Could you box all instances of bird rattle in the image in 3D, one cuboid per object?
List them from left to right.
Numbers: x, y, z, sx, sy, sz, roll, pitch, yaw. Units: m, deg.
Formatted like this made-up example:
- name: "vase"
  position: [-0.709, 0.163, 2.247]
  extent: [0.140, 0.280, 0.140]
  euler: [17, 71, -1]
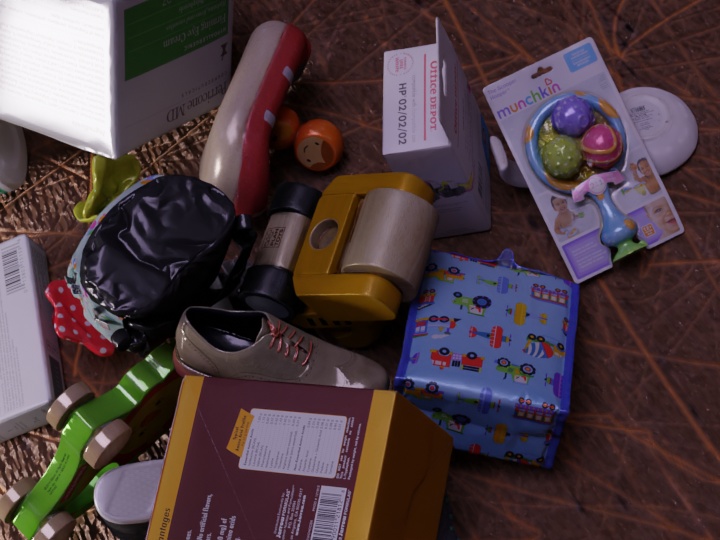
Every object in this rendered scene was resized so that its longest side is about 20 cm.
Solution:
- name: "bird rattle"
  position: [-0.223, -0.012, 1.744]
  extent: [0.161, 0.113, 0.202]
  euler: [4, 66, 2]

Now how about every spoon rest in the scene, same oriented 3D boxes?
- name: "spoon rest"
  position: [0.222, -0.120, 1.681]
  extent: [0.198, 0.061, 0.100]
  euler: [-13, 59, -4]

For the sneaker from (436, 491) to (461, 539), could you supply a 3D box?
- name: "sneaker"
  position: [0.061, 0.232, 1.543]
  extent: [0.087, 0.075, 0.201]
  euler: [15, 55, -11]

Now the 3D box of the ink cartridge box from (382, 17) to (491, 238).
- name: "ink cartridge box"
  position: [0.067, -0.130, 1.644]
  extent: [0.067, 0.200, 0.116]
  euler: [-8, 60, 15]

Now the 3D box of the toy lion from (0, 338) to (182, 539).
- name: "toy lion"
  position: [-0.223, 0.150, 1.622]
  extent: [0.069, 0.191, 0.201]
  euler: [42, 121, 13]

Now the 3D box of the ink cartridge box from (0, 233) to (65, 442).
- name: "ink cartridge box"
  position: [-0.389, 0.083, 1.777]
  extent: [0.172, 0.044, 0.201]
  euler: [-22, 58, 12]

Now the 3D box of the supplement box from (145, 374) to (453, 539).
- name: "supplement box"
  position: [-0.053, 0.205, 1.450]
  extent: [0.198, 0.133, 0.199]
  euler: [2, 70, 26]

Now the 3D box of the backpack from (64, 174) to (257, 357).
- name: "backpack"
  position: [-0.192, -0.003, 1.614]
  extent: [0.167, 0.200, 0.127]
  euler: [-39, 84, -18]

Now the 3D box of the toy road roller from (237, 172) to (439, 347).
- name: "toy road roller"
  position: [0.000, 0.000, 1.613]
  extent: [0.199, 0.146, 0.124]
  euler: [-3, 59, 41]

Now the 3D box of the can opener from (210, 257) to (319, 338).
- name: "can opener"
  position: [-0.081, 0.067, 1.687]
  extent: [0.067, 0.053, 0.200]
  euler: [-52, 54, 25]

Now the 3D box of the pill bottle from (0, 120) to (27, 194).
- name: "pill bottle"
  position: [-0.463, -0.117, 1.870]
  extent: [0.198, 0.113, 0.114]
  euler: [-13, 59, 12]

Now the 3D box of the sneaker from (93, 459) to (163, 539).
- name: "sneaker"
  position: [-0.144, 0.203, 1.599]
  extent: [0.198, 0.099, 0.071]
  euler: [-3, 74, -14]

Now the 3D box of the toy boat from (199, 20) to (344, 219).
- name: "toy boat"
  position: [-0.078, -0.139, 1.762]
  extent: [0.130, 0.131, 0.201]
  euler: [23, 66, -5]

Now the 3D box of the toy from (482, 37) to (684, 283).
- name: "toy"
  position: [0.207, -0.103, 1.618]
  extent: [0.114, 0.047, 0.201]
  euler: [-25, 89, -4]

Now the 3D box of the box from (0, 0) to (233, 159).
- name: "box"
  position: [-0.261, -0.243, 1.789]
  extent: [0.199, 0.173, 0.199]
  euler: [21, 33, 26]

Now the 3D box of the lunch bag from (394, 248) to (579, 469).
- name: "lunch bag"
  position: [0.115, 0.057, 1.572]
  extent: [0.149, 0.094, 0.201]
  euler: [11, 51, 3]

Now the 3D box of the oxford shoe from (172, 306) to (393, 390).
- name: "oxford shoe"
  position: [-0.068, 0.079, 1.545]
  extent: [0.198, 0.075, 0.071]
  euler: [9, 52, 1]
